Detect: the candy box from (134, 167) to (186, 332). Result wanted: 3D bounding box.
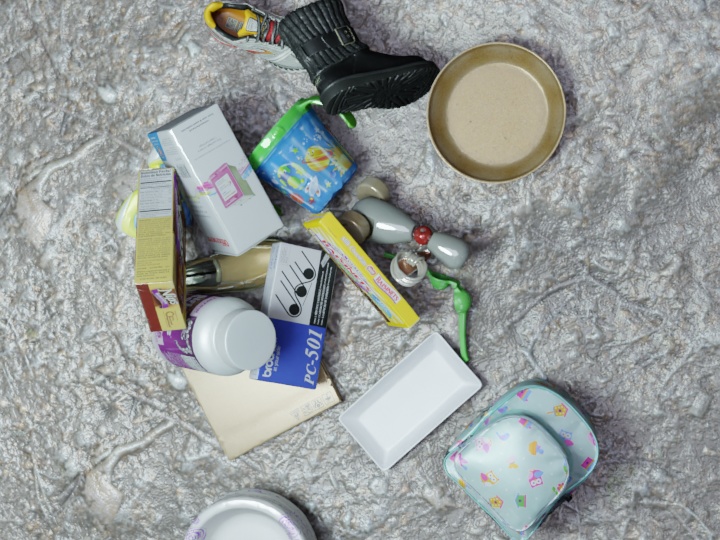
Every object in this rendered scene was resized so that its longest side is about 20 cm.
[{"bbox_3d":[-0.276,-0.030,1.580,0.056,0.117,0.201,-4,53,-1],"label":"candy box"}]

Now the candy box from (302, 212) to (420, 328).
[{"bbox_3d":[0.000,0.000,1.616,0.026,0.102,0.200,-43,101,-14],"label":"candy box"}]

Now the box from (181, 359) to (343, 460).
[{"bbox_3d":[-0.150,0.170,1.713,0.199,0.021,0.164,-29,87,10],"label":"box"}]

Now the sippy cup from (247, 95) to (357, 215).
[{"bbox_3d":[-0.079,-0.157,1.641,0.130,0.178,0.140,40,62,-4],"label":"sippy cup"}]

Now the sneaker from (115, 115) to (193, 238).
[{"bbox_3d":[-0.281,-0.128,1.710,0.105,0.076,0.201,30,99,-9],"label":"sneaker"}]

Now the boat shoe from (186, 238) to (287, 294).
[{"bbox_3d":[-0.198,0.001,1.688,0.199,0.076,0.072,-17,87,9],"label":"boat shoe"}]

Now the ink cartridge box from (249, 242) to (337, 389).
[{"bbox_3d":[-0.097,0.066,1.655,0.093,0.044,0.201,11,85,-21],"label":"ink cartridge box"}]

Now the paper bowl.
[{"bbox_3d":[-0.158,0.425,1.683,0.199,0.104,0.202,0,93,10],"label":"paper bowl"}]

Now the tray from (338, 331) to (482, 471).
[{"bbox_3d":[0.074,0.193,1.675,0.200,0.022,0.107,-42,84,9],"label":"tray"}]

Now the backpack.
[{"bbox_3d":[0.233,0.255,1.587,0.176,0.153,0.200,45,92,11],"label":"backpack"}]

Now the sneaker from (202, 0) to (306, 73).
[{"bbox_3d":[-0.141,-0.343,1.662,0.199,0.082,0.078,15,93,8],"label":"sneaker"}]

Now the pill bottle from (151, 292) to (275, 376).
[{"bbox_3d":[-0.207,0.091,1.616,0.199,0.112,0.113,2,93,53],"label":"pill bottle"}]

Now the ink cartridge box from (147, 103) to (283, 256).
[{"bbox_3d":[-0.207,-0.127,1.620,0.084,0.144,0.201,-31,105,-17],"label":"ink cartridge box"}]

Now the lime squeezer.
[{"bbox_3d":[0.119,0.034,1.661,0.200,0.038,0.071,53,130,4],"label":"lime squeezer"}]

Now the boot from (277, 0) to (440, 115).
[{"bbox_3d":[0.000,-0.311,1.613,0.158,0.210,0.080,61,142,22],"label":"boot"}]

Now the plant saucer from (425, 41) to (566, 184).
[{"bbox_3d":[0.195,-0.224,1.631,0.199,0.035,0.202,0,92,11],"label":"plant saucer"}]

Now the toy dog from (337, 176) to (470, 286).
[{"bbox_3d":[0.055,-0.043,1.631,0.132,0.097,0.200,-33,63,-22],"label":"toy dog"}]
